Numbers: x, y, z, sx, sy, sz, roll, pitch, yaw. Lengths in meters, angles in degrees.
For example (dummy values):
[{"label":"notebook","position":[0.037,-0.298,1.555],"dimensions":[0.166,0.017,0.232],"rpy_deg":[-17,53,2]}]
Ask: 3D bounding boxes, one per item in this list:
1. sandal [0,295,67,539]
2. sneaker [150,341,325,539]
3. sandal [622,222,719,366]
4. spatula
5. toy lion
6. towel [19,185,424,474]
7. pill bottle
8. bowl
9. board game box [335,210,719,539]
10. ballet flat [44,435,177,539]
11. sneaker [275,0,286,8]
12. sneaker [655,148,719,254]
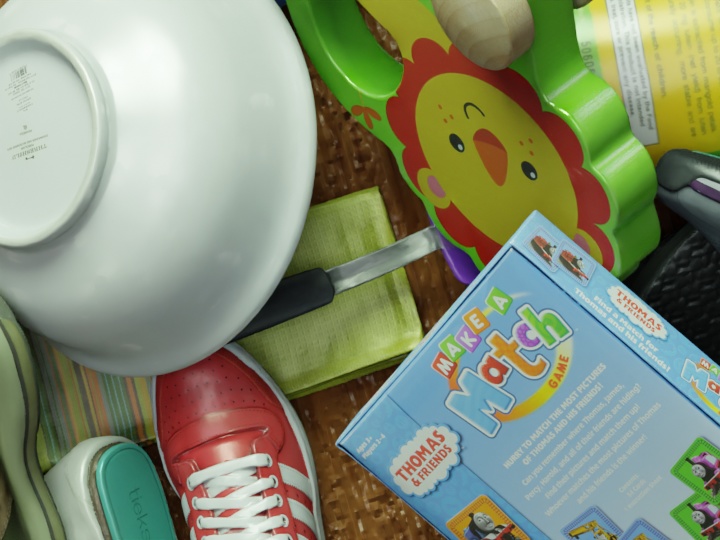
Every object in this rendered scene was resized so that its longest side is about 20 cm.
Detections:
[{"label":"sandal","position":[-0.181,0.096,1.133],"dimensions":[0.057,0.080,0.202],"rpy_deg":[-24,123,-33]},{"label":"sneaker","position":[-0.054,0.129,1.120],"dimensions":[0.071,0.112,0.201],"rpy_deg":[-18,95,9]},{"label":"sandal","position":[0.142,0.017,1.135],"dimensions":[0.200,0.048,0.075],"rpy_deg":[-38,121,14]},{"label":"spatula","position":[0.000,0.000,1.144],"dimensions":[0.199,0.021,0.057],"rpy_deg":[-22,83,-7]},{"label":"toy lion","position":[0.044,-0.079,1.060],"dimensions":[0.069,0.193,0.199],"rpy_deg":[-37,46,-27]},{"label":"towel","position":[-0.073,0.030,1.177],"dimensions":[0.198,0.018,0.087],"rpy_deg":[-18,90,5]},{"label":"pill bottle","position":[0.184,-0.098,1.102],"dimensions":[0.198,0.111,0.112],"rpy_deg":[-10,90,6]},{"label":"bowl","position":[-0.123,-0.054,1.102],"dimensions":[0.200,0.090,0.203],"rpy_deg":[-3,85,35]},{"label":"board game box","position":[0.106,0.090,1.060],"dimensions":[0.200,0.037,0.151],"rpy_deg":[40,130,0]},{"label":"ballet flat","position":[-0.105,0.178,1.163],"dimensions":[0.069,0.069,0.202],"rpy_deg":[-17,90,6]},{"label":"sneaker","position":[0.025,-0.174,1.134],"dimensions":[0.111,0.077,0.200],"rpy_deg":[40,88,13]},{"label":"sneaker","position":[0.202,0.025,1.044],"dimensions":[0.199,0.074,0.088],"rpy_deg":[29,99,3]}]
